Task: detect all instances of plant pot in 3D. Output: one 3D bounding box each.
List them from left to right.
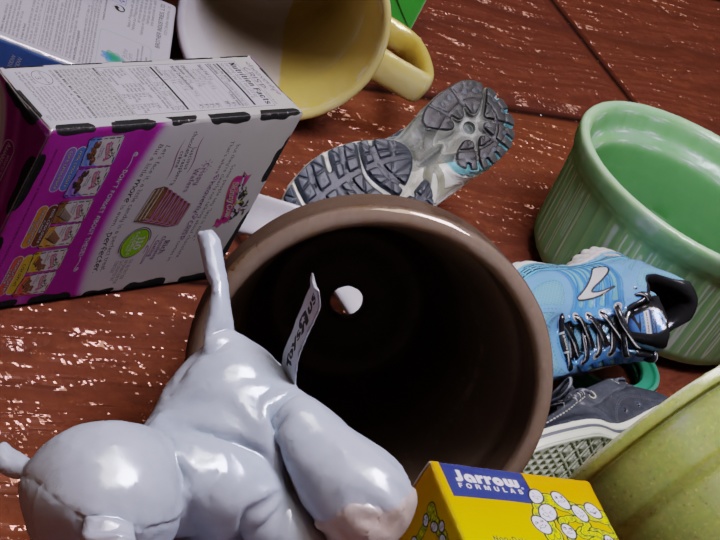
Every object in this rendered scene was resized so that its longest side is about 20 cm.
[{"bbox_3d":[-0.002,0.038,1.291,0.200,0.201,0.175,23,14,-11],"label":"plant pot"},{"bbox_3d":[0.229,0.167,1.299,0.200,0.200,0.184,-14,64,-50],"label":"plant pot"}]

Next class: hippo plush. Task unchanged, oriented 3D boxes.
[{"bbox_3d":[-0.078,0.115,1.103,0.159,0.200,0.161,23,31,35],"label":"hippo plush"}]

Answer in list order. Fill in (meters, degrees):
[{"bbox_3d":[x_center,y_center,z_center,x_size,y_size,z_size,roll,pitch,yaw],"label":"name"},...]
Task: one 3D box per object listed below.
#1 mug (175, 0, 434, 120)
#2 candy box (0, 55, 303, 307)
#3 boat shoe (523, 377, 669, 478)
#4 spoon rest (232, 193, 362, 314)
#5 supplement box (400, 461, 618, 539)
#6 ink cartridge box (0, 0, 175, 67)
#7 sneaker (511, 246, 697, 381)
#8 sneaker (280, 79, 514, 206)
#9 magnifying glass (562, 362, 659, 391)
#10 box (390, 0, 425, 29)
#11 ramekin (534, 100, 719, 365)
[{"bbox_3d":[-0.051,-0.190,1.644,0.187,0.149,0.153,62,8,-26],"label":"mug"},{"bbox_3d":[-0.145,-0.054,1.331,0.200,0.137,0.061,-7,47,-47],"label":"candy box"},{"bbox_3d":[0.129,0.106,1.397,0.062,0.075,0.200,36,26,27],"label":"boat shoe"},{"bbox_3d":[0.000,0.000,1.435,0.200,0.100,0.061,22,-13,-5],"label":"spoon rest"},{"bbox_3d":[0.087,0.209,1.165,0.109,0.110,0.200,10,35,-30],"label":"supplement box"},{"bbox_3d":[-0.225,-0.150,1.464,0.200,0.076,0.137,23,30,-15],"label":"ink cartridge box"},{"bbox_3d":[0.150,0.028,1.453,0.090,0.079,0.200,7,19,34],"label":"sneaker"},{"bbox_3d":[0.017,-0.051,1.539,0.200,0.086,0.078,-29,82,-33],"label":"sneaker"},{"bbox_3d":[0.114,0.029,1.544,0.200,0.022,0.080,31,30,3],"label":"magnifying glass"},{"bbox_3d":[-0.048,-0.298,1.818,0.200,0.097,0.177,11,34,-28],"label":"box"},{"bbox_3d":[0.222,-0.023,1.634,0.200,0.098,0.200,23,29,-14],"label":"ramekin"}]
